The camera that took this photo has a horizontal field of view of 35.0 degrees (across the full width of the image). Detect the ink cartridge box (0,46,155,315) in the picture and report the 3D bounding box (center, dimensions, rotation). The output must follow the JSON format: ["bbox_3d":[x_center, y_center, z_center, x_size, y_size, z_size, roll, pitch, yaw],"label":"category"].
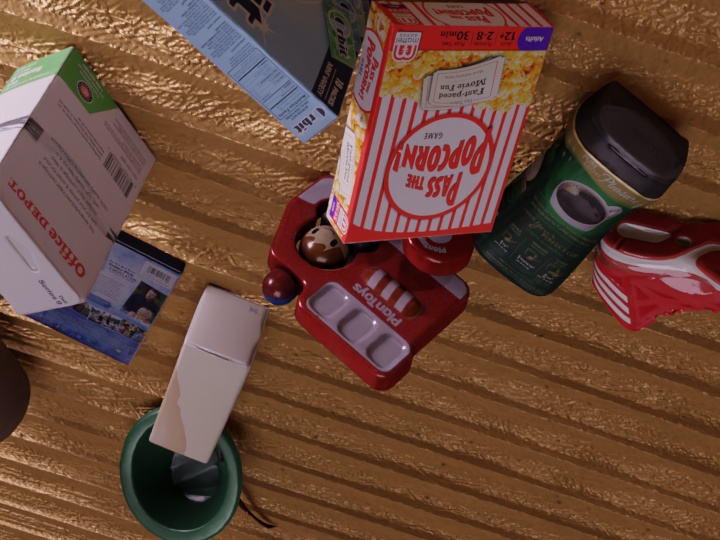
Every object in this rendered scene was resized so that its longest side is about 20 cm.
[{"bbox_3d":[-0.289,-0.083,1.056,0.083,0.202,0.147,-11,130,26],"label":"ink cartridge box"}]

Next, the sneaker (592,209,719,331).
[{"bbox_3d":[0.316,0.014,1.088,0.198,0.079,0.116,21,146,12],"label":"sneaker"}]

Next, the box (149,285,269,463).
[{"bbox_3d":[-0.174,0.121,1.304,0.077,0.096,0.201,21,134,-6],"label":"box"}]

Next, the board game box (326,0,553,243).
[{"bbox_3d":[0.063,-0.122,0.954,0.149,0.046,0.202,-6,129,-25],"label":"board game box"}]

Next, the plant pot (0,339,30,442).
[{"bbox_3d":[-0.486,0.130,1.349,0.197,0.203,0.175,-7,148,22],"label":"plant pot"}]

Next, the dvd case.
[{"bbox_3d":[-0.294,0.021,1.292,0.141,0.018,0.200,27,135,-11],"label":"dvd case"}]

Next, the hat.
[{"bbox_3d":[-0.206,0.257,1.501,0.163,0.176,0.203,6,98,13],"label":"hat"}]

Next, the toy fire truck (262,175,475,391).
[{"bbox_3d":[0.000,0.000,1.059,0.199,0.167,0.113,39,144,18],"label":"toy fire truck"}]

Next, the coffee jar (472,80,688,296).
[{"bbox_3d":[0.193,-0.071,1.015,0.104,0.086,0.200,37,133,-7],"label":"coffee jar"}]

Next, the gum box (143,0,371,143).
[{"bbox_3d":[-0.083,-0.223,0.883,0.200,0.171,0.044,41,130,-23],"label":"gum box"}]
